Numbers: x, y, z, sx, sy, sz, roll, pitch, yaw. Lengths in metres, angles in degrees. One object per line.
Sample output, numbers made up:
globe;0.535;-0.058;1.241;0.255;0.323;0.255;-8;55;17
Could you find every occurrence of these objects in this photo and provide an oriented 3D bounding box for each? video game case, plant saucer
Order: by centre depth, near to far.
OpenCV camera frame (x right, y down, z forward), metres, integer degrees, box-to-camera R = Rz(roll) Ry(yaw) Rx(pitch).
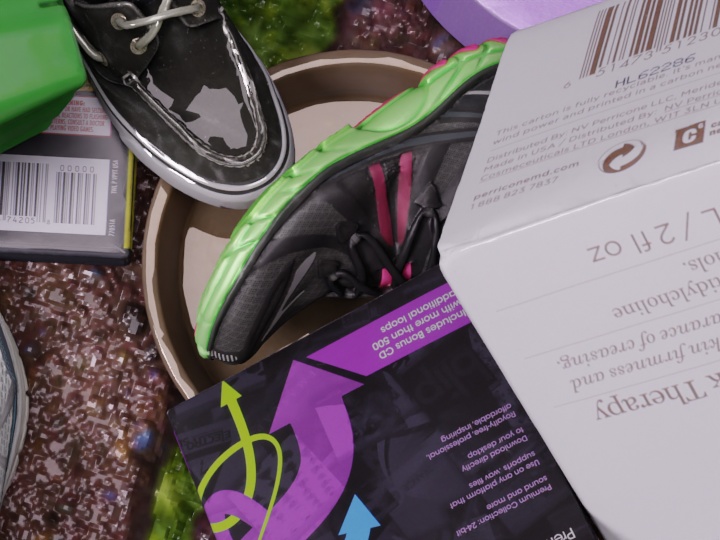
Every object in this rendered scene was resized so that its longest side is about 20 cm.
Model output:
video game case;-0.198;-0.097;0.977;0.198;0.026;0.182;3;80;-5
plant saucer;0.000;0.000;0.978;0.198;0.029;0.202;1;80;-6

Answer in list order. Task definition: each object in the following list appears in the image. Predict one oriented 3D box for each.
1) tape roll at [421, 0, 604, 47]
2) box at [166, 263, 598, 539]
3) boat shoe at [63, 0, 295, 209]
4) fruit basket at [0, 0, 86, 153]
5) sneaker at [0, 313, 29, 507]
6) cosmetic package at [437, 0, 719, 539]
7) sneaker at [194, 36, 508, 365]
tape roll;0.113;-0.187;1.006;0.198;0.066;0.202;1;80;-7
box;0.019;0.110;0.872;0.142;0.036;0.201;-28;60;4
boat shoe;-0.099;-0.114;0.943;0.071;0.064;0.200;-37;85;-10
fruit basket;-0.238;-0.119;0.897;0.214;0.155;0.217;3;80;-19
sneaker;-0.181;0.089;0.913;0.077;0.086;0.202;0;80;-7
cosmetic package;0.159;0.000;0.856;0.166;0.167;0.201;-18;119;27
sneaker;0.013;-0.021;0.931;0.200;0.077;0.084;-37;81;-10
